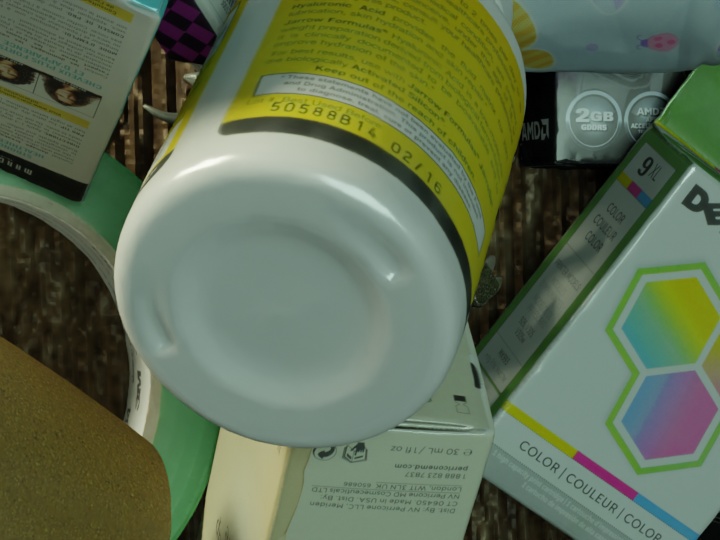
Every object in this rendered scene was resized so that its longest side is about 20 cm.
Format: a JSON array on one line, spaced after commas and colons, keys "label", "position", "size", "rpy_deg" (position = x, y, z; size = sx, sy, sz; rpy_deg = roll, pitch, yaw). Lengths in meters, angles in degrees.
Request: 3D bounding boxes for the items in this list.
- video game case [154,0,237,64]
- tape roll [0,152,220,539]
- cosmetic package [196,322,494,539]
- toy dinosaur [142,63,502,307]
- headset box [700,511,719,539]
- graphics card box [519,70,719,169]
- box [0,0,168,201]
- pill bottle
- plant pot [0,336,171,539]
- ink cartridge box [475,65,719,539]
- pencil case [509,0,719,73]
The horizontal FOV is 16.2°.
[{"label": "video game case", "position": [-0.059, -0.194, 0.851], "size": [0.036, 0.200, 0.183], "rpy_deg": [8, 70, 20]}, {"label": "tape roll", "position": [-0.151, 0.041, 0.956], "size": [0.199, 0.048, 0.202], "rpy_deg": [0, 91, -15]}, {"label": "cosmetic package", "position": [-0.014, 0.098, 0.916], "size": [0.072, 0.104, 0.201], "rpy_deg": [5, 126, -14]}, {"label": "toy dinosaur", "position": [0.000, 0.000, 0.984], "size": [0.077, 0.102, 0.201], "rpy_deg": [-34, 117, -40]}, {"label": "headset box", "position": [0.256, 0.104, 1.047], "size": [0.200, 0.093, 0.174], "rpy_deg": [-43, 101, -10]}, {"label": "graphics card box", "position": [0.128, -0.141, 1.029], "size": [0.124, 0.051, 0.202], "rpy_deg": [1, 92, -16]}, {"label": "box", "position": [-0.110, -0.086, 0.842], "size": [0.082, 0.200, 0.049], "rpy_deg": [22, 72, -7]}, {"label": "pill bottle", "position": [-0.004, -0.043, 0.840], "size": [0.110, 0.201, 0.112], "rpy_deg": [7, 126, 10]}, {"label": "plant pot", "position": [-0.171, 0.080, 0.847], "size": [0.199, 0.186, 0.188], "rpy_deg": [17, 86, -27]}, {"label": "ink cartridge box", "position": [0.130, 0.015, 0.995], "size": [0.104, 0.059, 0.200], "rpy_deg": [35, 97, -22]}, {"label": "pencil case", "position": [0.050, -0.121, 0.954], "size": [0.198, 0.083, 0.091], "rpy_deg": [-1, 66, 10]}]
